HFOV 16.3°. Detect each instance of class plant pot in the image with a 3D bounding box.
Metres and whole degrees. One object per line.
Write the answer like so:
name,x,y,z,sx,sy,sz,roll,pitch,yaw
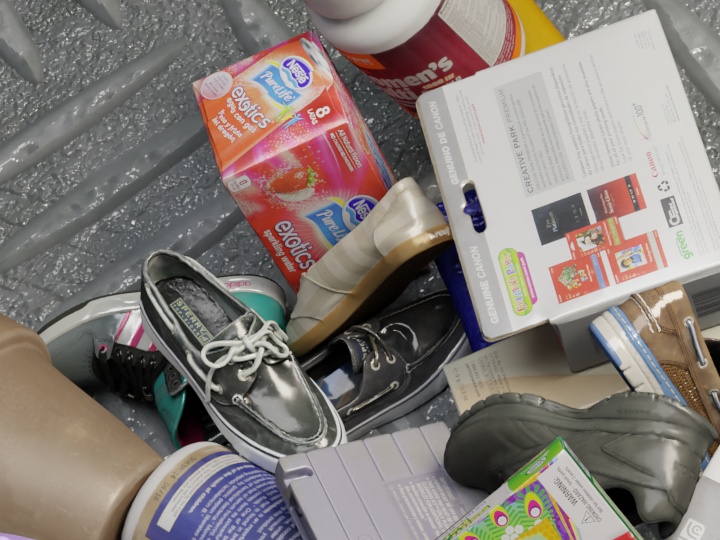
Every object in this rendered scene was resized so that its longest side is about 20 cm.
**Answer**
plant pot,-0.232,0.149,1.746,0.174,0.200,0.201,24,70,19

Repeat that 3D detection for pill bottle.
pill bottle,0.028,-0.187,1.750,0.109,0.200,0.110,-12,64,26
pill bottle,-0.055,0.207,1.687,0.199,0.116,0.116,27,73,31

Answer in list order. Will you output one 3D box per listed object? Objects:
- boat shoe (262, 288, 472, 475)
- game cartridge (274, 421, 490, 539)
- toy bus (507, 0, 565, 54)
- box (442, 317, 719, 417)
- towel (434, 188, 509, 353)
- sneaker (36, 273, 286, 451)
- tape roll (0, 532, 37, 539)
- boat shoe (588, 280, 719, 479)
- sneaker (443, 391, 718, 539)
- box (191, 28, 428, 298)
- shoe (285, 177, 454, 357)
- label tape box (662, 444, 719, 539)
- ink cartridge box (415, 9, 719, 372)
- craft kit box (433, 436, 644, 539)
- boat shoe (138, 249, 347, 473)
boat shoe,-0.004,0.071,1.778,0.199,0.066,0.070,-32,56,-1
game cartridge,0.038,0.188,1.611,0.129,0.039,0.201,-8,46,-23
toy bus,0.125,-0.146,1.852,0.065,0.078,0.200,-33,56,-2
box,0.167,0.076,1.700,0.199,0.095,0.078,-24,56,6
towel,0.154,-0.013,1.745,0.199,0.050,0.148,-24,89,6
sneaker,-0.147,0.082,1.818,0.199,0.084,0.121,-14,48,10
tape roll,-0.231,0.241,1.678,0.199,0.200,0.066,0,61,20
boat shoe,0.222,0.082,1.610,0.072,0.200,0.072,-36,43,5
sneaker,0.126,0.128,1.568,0.199,0.076,0.091,-8,56,44
box,-0.034,-0.065,1.788,0.099,0.200,0.096,-24,54,5
shoe,0.000,0.000,1.762,0.070,0.200,0.054,-25,79,-40
label tape box,0.277,0.131,1.596,0.063,0.144,0.201,23,71,29
ink cartridge box,0.147,-0.047,1.664,0.174,0.084,0.201,-18,61,7
craft kit box,0.105,0.238,1.496,0.197,0.049,0.200,-40,96,7
boat shoe,-0.082,0.059,1.725,0.073,0.068,0.200,-31,61,-19
